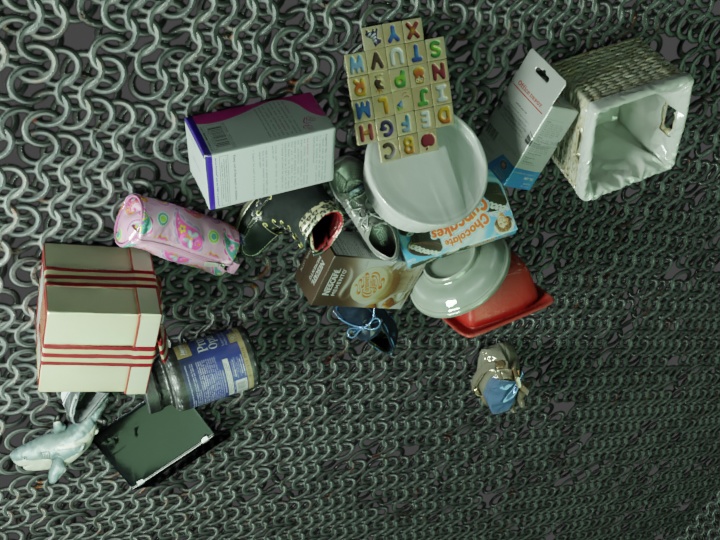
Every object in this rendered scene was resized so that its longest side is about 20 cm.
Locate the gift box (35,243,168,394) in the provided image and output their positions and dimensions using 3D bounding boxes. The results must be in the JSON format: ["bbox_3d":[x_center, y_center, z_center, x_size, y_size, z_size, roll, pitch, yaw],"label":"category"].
[{"bbox_3d":[-0.391,0.078,1.452,0.185,0.186,0.201,2,133,-22],"label":"gift box"}]

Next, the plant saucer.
[{"bbox_3d":[0.168,-0.009,1.703,0.199,0.201,0.050,-36,128,4],"label":"plant saucer"}]

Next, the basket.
[{"bbox_3d":[0.430,-0.262,1.643,0.198,0.161,0.199,-20,138,-15],"label":"basket"}]

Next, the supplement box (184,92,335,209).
[{"bbox_3d":[-0.146,-0.178,1.408,0.198,0.102,0.104,-16,137,-18],"label":"supplement box"}]

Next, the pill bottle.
[{"bbox_3d":[-0.281,0.176,1.661,0.198,0.112,0.113,-17,137,-18],"label":"pill bottle"}]

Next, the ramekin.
[{"bbox_3d":[0.095,-0.153,1.522,0.200,0.204,0.094,-16,171,-18],"label":"ramekin"}]

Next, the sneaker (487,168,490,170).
[{"bbox_3d":[0.171,-0.096,1.716,0.199,0.075,0.081,-32,148,0],"label":"sneaker"}]

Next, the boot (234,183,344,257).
[{"bbox_3d":[-0.115,-0.068,1.493,0.073,0.154,0.204,20,118,-42],"label":"boot"}]

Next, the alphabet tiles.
[{"bbox_3d":[0.061,-0.271,1.443,0.165,0.006,0.202,-15,106,-19],"label":"alphabet tiles"}]

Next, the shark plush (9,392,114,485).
[{"bbox_3d":[-0.509,0.287,1.665,0.199,0.091,0.083,-37,109,12],"label":"shark plush"}]

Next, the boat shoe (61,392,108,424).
[{"bbox_3d":[-0.435,0.174,1.595,0.071,0.068,0.200,20,117,-43],"label":"boat shoe"}]

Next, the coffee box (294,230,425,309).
[{"bbox_3d":[0.000,0.000,1.689,0.198,0.080,0.115,3,128,-34],"label":"coffee box"}]

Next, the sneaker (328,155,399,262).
[{"bbox_3d":[0.017,-0.101,1.571,0.074,0.082,0.201,-34,115,1],"label":"sneaker"}]

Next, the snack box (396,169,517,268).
[{"bbox_3d":[0.158,-0.090,1.648,0.198,0.117,0.037,-19,169,0],"label":"snack box"}]

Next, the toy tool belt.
[{"bbox_3d":[0.312,0.261,2.108,0.124,0.123,0.201,-18,138,-16],"label":"toy tool belt"}]

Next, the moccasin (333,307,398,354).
[{"bbox_3d":[0.020,0.098,1.793,0.080,0.069,0.199,-25,143,27],"label":"moccasin"}]

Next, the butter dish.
[{"bbox_3d":[0.230,0.010,1.794,0.198,0.199,0.149,-21,115,-14],"label":"butter dish"}]

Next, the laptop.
[{"bbox_3d":[-0.373,0.316,1.818,0.186,0.117,0.200,-33,168,1],"label":"laptop"}]

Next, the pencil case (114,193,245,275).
[{"bbox_3d":[-0.275,-0.052,1.464,0.199,0.088,0.088,21,117,-42],"label":"pencil case"}]

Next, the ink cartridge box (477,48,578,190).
[{"bbox_3d":[0.283,-0.250,1.595,0.067,0.116,0.201,5,127,-36],"label":"ink cartridge box"}]
